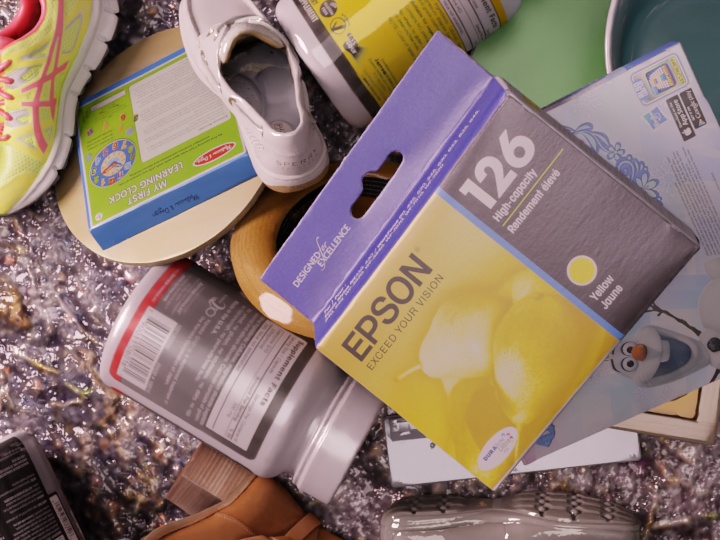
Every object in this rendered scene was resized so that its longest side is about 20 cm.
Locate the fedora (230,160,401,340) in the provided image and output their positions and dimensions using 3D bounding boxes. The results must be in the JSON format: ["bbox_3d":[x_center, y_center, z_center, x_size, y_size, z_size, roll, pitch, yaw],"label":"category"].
[{"bbox_3d":[0.000,0.000,0.803,0.197,0.202,0.083,5,131,6],"label":"fedora"}]

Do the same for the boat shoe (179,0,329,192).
[{"bbox_3d":[-0.077,-0.150,0.773,0.070,0.070,0.201,-25,61,-12],"label":"boat shoe"}]

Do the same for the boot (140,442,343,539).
[{"bbox_3d":[-0.100,0.240,0.811,0.154,0.074,0.201,34,55,-3],"label":"boot"}]

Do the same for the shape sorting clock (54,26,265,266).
[{"bbox_3d":[-0.147,-0.097,0.834,0.197,0.039,0.203,-10,62,19],"label":"shape sorting clock"}]

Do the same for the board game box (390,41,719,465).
[{"bbox_3d":[0.150,-0.008,0.694,0.197,0.043,0.202,-26,97,11],"label":"board game box"}]

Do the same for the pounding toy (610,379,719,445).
[{"bbox_3d":[0.168,0.005,0.770,0.181,0.142,0.203,9,91,6],"label":"pounding toy"}]

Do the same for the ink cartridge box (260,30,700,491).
[{"bbox_3d":[0.065,-0.004,0.663,0.199,0.047,0.199,37,106,-2],"label":"ink cartridge box"}]

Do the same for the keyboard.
[{"bbox_3d":[0.118,0.132,0.856,0.197,0.011,0.057,-8,96,7],"label":"keyboard"}]

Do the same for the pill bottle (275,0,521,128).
[{"bbox_3d":[0.045,-0.206,0.800,0.199,0.112,0.113,-36,88,6],"label":"pill bottle"}]

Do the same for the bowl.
[{"bbox_3d":[0.257,-0.149,0.773,0.197,0.105,0.204,0,91,-2],"label":"bowl"}]

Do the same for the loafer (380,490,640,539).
[{"bbox_3d":[0.113,0.210,0.832,0.197,0.070,0.071,-3,97,15],"label":"loafer"}]

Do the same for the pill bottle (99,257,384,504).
[{"bbox_3d":[-0.085,0.083,0.825,0.198,0.114,0.115,30,95,4],"label":"pill bottle"}]

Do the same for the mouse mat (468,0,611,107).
[{"bbox_3d":[0.163,-0.154,0.841,0.159,0.008,0.202,24,96,6],"label":"mouse mat"}]

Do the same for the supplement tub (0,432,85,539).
[{"bbox_3d":[-0.267,0.239,0.840,0.121,0.122,0.202,-26,89,7],"label":"supplement tub"}]

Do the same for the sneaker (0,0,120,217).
[{"bbox_3d":[-0.263,-0.141,0.836,0.077,0.090,0.203,13,82,42],"label":"sneaker"}]
